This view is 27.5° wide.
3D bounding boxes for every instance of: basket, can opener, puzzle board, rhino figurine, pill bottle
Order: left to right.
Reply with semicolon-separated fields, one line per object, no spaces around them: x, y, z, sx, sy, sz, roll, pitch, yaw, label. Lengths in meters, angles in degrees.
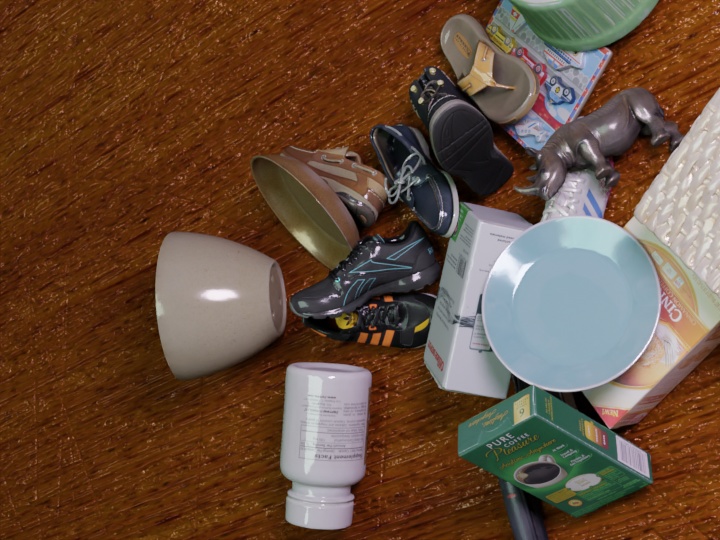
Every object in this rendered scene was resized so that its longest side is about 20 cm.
-0.047;0.225;1.906;0.113;0.114;0.203;6;94;38;pill bottle
0.189;0.260;1.746;0.078;0.063;0.203;-15;80;37;can opener
0.199;-0.239;1.745;0.200;0.017;0.152;49;119;42;puzzle board
0.259;-0.136;1.647;0.198;0.060;0.088;-28;62;-1;rhino figurine
0.418;-0.070;1.504;0.198;0.160;0.201;48;119;28;basket

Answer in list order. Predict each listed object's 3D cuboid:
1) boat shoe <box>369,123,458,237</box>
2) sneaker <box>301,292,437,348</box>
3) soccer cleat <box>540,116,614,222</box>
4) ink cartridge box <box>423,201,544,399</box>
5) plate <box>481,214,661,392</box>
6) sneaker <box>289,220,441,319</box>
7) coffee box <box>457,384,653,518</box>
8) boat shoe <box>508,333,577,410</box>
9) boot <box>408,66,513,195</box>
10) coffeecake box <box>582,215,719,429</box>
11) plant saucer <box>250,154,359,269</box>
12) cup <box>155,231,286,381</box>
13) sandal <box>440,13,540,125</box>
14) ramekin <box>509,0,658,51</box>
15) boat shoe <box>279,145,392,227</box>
0.065;-0.116;1.812;0.075;0.061;0.201;-59;37;34;boat shoe
0.014;0.065;1.873;0.198;0.089;0.071;-2;89;39;sneaker
0.244;-0.077;1.689;0.069;0.086;0.203;4;92;38;soccer cleat
0.142;0.034;1.730;0.147;0.082;0.203;-118;40;-77;ink cartridge box
0.230;0.038;1.609;0.197;0.026;0.203;-7;68;17;plate
0.000;0.000;1.833;0.075;0.198;0.080;-140;32;-68;sneaker
0.218;0.204;1.638;0.123;0.199;0.044;-34;39;39;coffee box
0.206;0.156;1.679;0.072;0.067;0.202;32;144;51;boat shoe
0.099;-0.185;1.745;0.073;0.203;0.154;-37;60;7;boot
0.313;0.052;1.641;0.200;0.073;0.154;-50;62;28;coffeecake box
-0.063;-0.080;1.907;0.035;0.201;0.200;-42;55;-16;plant saucer
-0.179;0.042;1.987;0.141;0.200;0.204;-5;86;10;cup
0.142;-0.243;1.759;0.081;0.054;0.201;-57;45;24;sandal
0.243;-0.359;1.653;0.198;0.097;0.203;-14;66;34;ramekin
-0.028;-0.123;1.929;0.074;0.076;0.199;-49;46;-9;boat shoe
